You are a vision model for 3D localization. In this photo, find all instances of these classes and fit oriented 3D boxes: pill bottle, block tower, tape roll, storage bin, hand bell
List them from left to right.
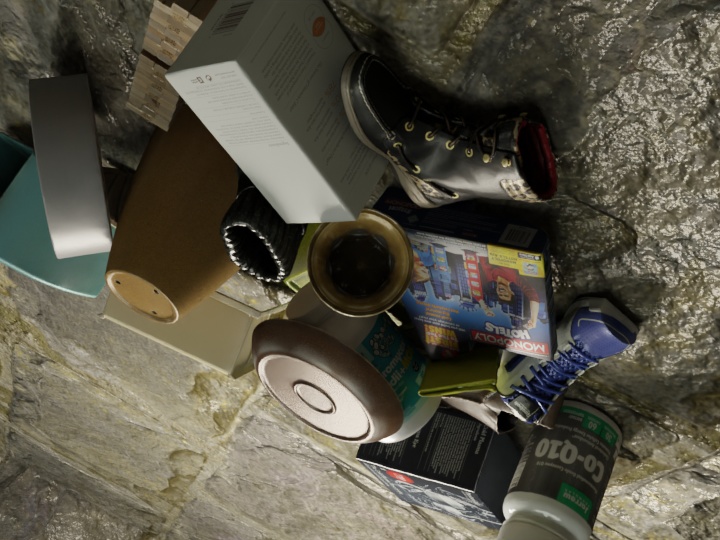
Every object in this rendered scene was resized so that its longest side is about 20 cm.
[{"bbox_3d":[-0.325,-0.118,1.186,0.065,0.202,0.201,-9,152,-12],"label":"tape roll"},{"bbox_3d":[-0.185,-0.220,1.051,0.054,0.058,0.200,32,149,-6],"label":"block tower"},{"bbox_3d":[-0.203,0.047,1.363,0.198,0.095,0.198,23,-172,9],"label":"storage bin"},{"bbox_3d":[0.000,0.000,1.098,0.103,0.105,0.200,27,176,2],"label":"hand bell"},{"bbox_3d":[0.001,0.099,1.224,0.110,0.111,0.200,-12,127,49],"label":"pill bottle"},{"bbox_3d":[0.244,0.272,1.300,0.112,0.201,0.113,20,150,12],"label":"pill bottle"}]

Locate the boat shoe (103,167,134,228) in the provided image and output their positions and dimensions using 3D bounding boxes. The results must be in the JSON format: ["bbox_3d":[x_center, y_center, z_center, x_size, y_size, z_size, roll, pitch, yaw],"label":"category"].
[{"bbox_3d":[-0.270,-0.061,1.365,0.199,0.072,0.076,33,166,-5],"label":"boat shoe"}]

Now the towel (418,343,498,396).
[{"bbox_3d":[0.114,0.109,1.183,0.085,0.200,0.018,-11,98,10],"label":"towel"}]

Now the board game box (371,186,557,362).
[{"bbox_3d":[0.119,0.021,1.124,0.198,0.062,0.201,13,138,27],"label":"board game box"}]

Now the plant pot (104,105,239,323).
[{"bbox_3d":[-0.197,-0.049,1.181,0.185,0.201,0.187,21,149,13],"label":"plant pot"}]

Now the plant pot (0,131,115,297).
[{"bbox_3d":[-0.417,-0.060,1.393,0.200,0.142,0.141,38,171,-39],"label":"plant pot"}]

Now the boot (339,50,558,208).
[{"bbox_3d":[0.082,-0.125,0.949,0.149,0.074,0.200,5,147,37],"label":"boot"}]

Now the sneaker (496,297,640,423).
[{"bbox_3d":[0.215,0.110,1.159,0.080,0.116,0.199,36,150,-16],"label":"sneaker"}]

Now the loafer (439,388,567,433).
[{"bbox_3d":[0.164,0.166,1.314,0.199,0.072,0.073,-6,164,45],"label":"loafer"}]

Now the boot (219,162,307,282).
[{"bbox_3d":[-0.110,-0.107,1.055,0.079,0.159,0.211,-5,136,45],"label":"boot"}]

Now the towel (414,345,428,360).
[{"bbox_3d":[0.026,0.127,1.379,0.142,0.023,0.200,9,160,-3],"label":"towel"}]

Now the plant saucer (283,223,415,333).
[{"bbox_3d":[-0.001,0.021,1.275,0.199,0.048,0.199,39,149,-18],"label":"plant saucer"}]

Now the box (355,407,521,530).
[{"bbox_3d":[0.120,0.270,1.470,0.181,0.105,0.200,9,156,29],"label":"box"}]

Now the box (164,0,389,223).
[{"bbox_3d":[-0.063,-0.156,0.972,0.097,0.125,0.200,0,141,41],"label":"box"}]

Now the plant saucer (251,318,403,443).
[{"bbox_3d":[-0.045,0.133,1.178,0.199,0.032,0.201,25,148,16],"label":"plant saucer"}]
